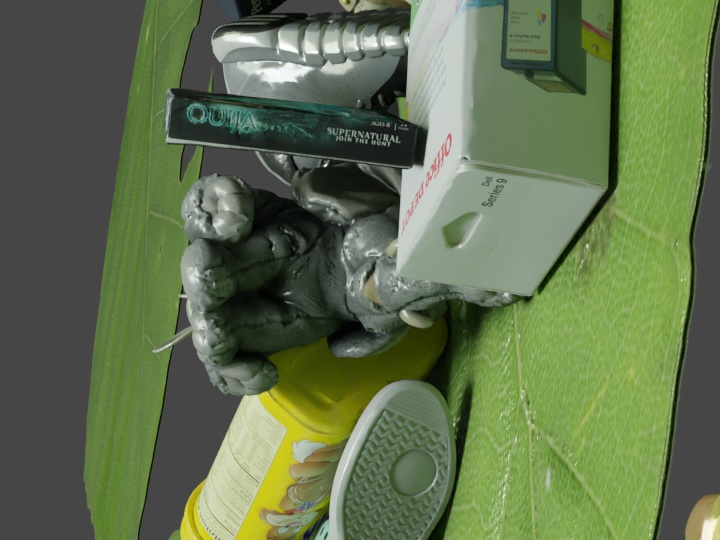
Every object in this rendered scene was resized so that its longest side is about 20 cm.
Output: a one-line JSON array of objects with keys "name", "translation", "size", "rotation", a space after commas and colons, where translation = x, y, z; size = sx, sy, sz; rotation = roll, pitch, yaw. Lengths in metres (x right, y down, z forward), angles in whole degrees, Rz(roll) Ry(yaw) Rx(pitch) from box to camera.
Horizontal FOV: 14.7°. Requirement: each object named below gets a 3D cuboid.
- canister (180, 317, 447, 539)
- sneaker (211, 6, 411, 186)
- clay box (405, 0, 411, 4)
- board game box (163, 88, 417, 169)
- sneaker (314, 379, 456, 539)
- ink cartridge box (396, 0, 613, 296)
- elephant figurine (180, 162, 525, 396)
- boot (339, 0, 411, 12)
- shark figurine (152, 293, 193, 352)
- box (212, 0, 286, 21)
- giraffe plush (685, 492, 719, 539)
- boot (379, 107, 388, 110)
[{"name": "canister", "translation": [-0.030, 0.105, 1.789], "size": [0.148, 0.086, 0.200], "rotation": [-40, -15, -37]}, {"name": "sneaker", "translation": [0.002, -0.100, 1.724], "size": [0.075, 0.199, 0.116], "rotation": [-24, -68, -52]}, {"name": "clay box", "translation": [0.055, -0.236, 1.664], "size": [0.048, 0.115, 0.200], "rotation": [-50, -7, -34]}, {"name": "board game box", "translation": [-0.044, -0.082, 1.577], "size": [0.200, 0.134, 0.028], "rotation": [-135, 51, -83]}, {"name": "sneaker", "translation": [0.003, 0.143, 1.717], "size": [0.118, 0.073, 0.201], "rotation": [-121, 38, -64]}, {"name": "ink cartridge box", "translation": [0.078, -0.107, 1.519], "size": [0.145, 0.087, 0.201], "rotation": [118, 160, -62]}, {"name": "elephant figurine", "translation": [0.000, 0.000, 1.650], "size": [0.142, 0.199, 0.156], "rotation": [76, -173, -54]}, {"name": "boot", "translation": [0.026, -0.215, 1.910], "size": [0.156, 0.072, 0.201], "rotation": [112, 165, -48]}, {"name": "shark figurine", "translation": [-0.075, 0.036, 1.846], "size": [0.090, 0.128, 0.214], "rotation": [57, 173, -15]}, {"name": "box", "translation": [-0.049, -0.295, 1.753], "size": [0.124, 0.196, 0.200], "rotation": [46, 165, 31]}, {"name": "giraffe plush", "translation": [0.181, 0.134, 0.702], "size": [0.199, 0.172, 0.163], "rotation": [-8, 82, 43]}, {"name": "boot", "translation": [-0.020, -0.028, 2.043], "size": [0.187, 0.064, 0.201], "rotation": [-103, 20, -61]}]
